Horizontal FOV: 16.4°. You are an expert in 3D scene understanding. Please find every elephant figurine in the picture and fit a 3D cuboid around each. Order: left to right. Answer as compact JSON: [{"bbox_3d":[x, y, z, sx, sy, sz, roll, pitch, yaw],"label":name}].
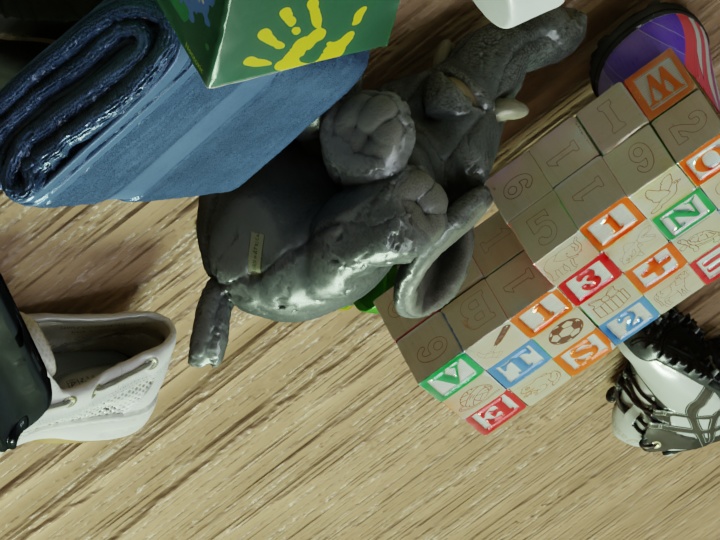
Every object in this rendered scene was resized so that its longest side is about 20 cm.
[{"bbox_3d":[0.016,-0.045,1.187,0.154,0.142,0.200,-13,178,28],"label":"elephant figurine"}]

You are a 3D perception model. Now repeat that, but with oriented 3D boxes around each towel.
[{"bbox_3d":[-0.073,-0.074,1.004,0.112,0.049,0.200,-39,169,19],"label":"towel"}]

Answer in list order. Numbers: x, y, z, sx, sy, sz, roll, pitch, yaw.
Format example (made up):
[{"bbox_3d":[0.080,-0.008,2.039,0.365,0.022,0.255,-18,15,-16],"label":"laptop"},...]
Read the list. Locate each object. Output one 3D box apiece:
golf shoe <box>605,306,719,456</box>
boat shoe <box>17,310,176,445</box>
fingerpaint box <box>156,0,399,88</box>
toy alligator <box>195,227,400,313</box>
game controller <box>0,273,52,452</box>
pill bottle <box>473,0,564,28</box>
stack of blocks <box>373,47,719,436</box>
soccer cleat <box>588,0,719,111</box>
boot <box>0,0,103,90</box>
[{"bbox_3d":[0.195,0.079,1.592,0.094,0.078,0.200,-38,150,13],"label":"golf shoe"},{"bbox_3d":[-0.173,0.047,1.200,0.199,0.071,0.069,-10,142,-45],"label":"boat shoe"},{"bbox_3d":[-0.050,-0.190,0.803,0.073,0.200,0.167,-16,149,-24],"label":"fingerpaint box"},{"bbox_3d":[0.000,0.000,1.301,0.199,0.054,0.059,2,137,-46],"label":"toy alligator"},{"bbox_3d":[-0.196,0.031,1.057,0.104,0.042,0.200,-15,149,-1],"label":"game controller"},{"bbox_3d":[0.128,-0.189,1.067,0.199,0.114,0.114,-28,151,-6],"label":"pill bottle"},{"bbox_3d":[0.108,-0.010,1.267,0.200,0.059,0.115,-36,145,10],"label":"stack of blocks"},{"bbox_3d":[0.173,-0.073,1.333,0.068,0.073,0.200,-31,152,-1],"label":"soccer cleat"},{"bbox_3d":[-0.180,-0.082,0.986,0.138,0.078,0.200,-40,150,25],"label":"boot"}]
